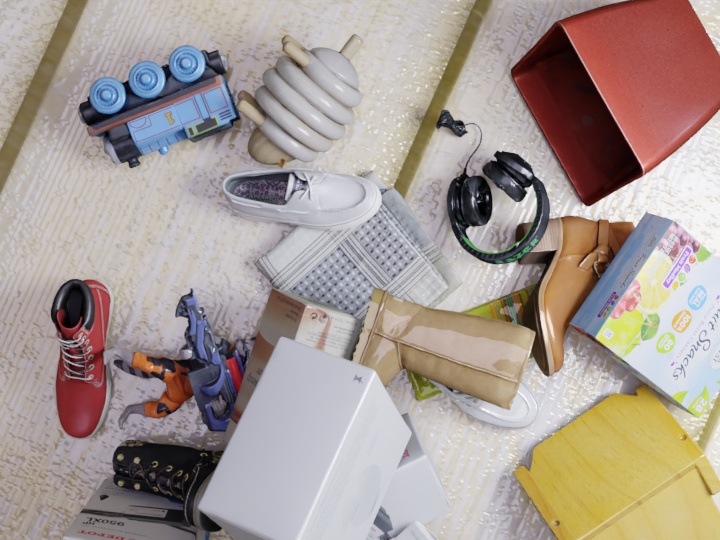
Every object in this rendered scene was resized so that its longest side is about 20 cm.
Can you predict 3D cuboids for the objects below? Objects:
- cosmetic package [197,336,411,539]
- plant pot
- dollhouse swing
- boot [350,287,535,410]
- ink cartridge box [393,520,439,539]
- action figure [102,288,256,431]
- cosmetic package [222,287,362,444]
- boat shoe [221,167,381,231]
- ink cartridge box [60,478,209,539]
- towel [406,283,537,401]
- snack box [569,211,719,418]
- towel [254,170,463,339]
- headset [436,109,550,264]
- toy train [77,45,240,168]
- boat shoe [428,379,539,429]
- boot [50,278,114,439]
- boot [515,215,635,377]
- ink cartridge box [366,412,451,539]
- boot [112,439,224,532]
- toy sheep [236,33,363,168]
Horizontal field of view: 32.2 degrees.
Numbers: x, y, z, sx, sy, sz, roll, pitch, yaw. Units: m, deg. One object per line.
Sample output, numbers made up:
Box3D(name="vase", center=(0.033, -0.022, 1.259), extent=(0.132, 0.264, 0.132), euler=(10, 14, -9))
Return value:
Box3D(name="cosmetic package", center=(-0.053, 0.210, 1.335), extent=(0.122, 0.200, 0.200), euler=(19, 70, 20))
Box3D(name="plant pot", center=(0.327, -0.220, 1.503), extent=(0.176, 0.200, 0.201), euler=(-28, 87, -13))
Box3D(name="dollhouse swing", center=(0.335, 0.291, 1.552), extent=(0.199, 0.176, 0.182), euler=(-35, 46, 0))
Box3D(name="boot", center=(0.087, 0.125, 1.473), extent=(0.199, 0.066, 0.176), euler=(18, 101, 5))
Box3D(name="ink cartridge box", center=(0.050, 0.401, 1.482), extent=(0.176, 0.200, 0.045), euler=(-41, 49, 0))
Box3D(name="action figure", center=(-0.217, 0.105, 1.540), extent=(0.192, 0.105, 0.201), euler=(-8, 112, -4))
Box3D(name="cosmetic package", center=(-0.083, 0.134, 1.501), extent=(0.087, 0.103, 0.201), euler=(16, 92, -32))
Box3D(name="boat shoe", center=(-0.076, -0.097, 1.537), extent=(0.199, 0.069, 0.072), euler=(9, 76, 18))
Box3D(name="ink cartridge box", center=(-0.264, 0.328, 1.476), extent=(0.144, 0.200, 0.085), euler=(10, 100, 1))
Box3D(name="towel", center=(0.150, 0.091, 1.572), extent=(0.199, 0.018, 0.087), euler=(-21, 87, 1))
Box3D(name="snack box", center=(0.378, 0.055, 1.505), extent=(0.200, 0.068, 0.169), euler=(35, 89, -26))
Box3D(name="towel", center=(0.000, 0.000, 1.570), extent=(0.200, 0.035, 0.193), euler=(-39, 87, -1))
Box3D(name="headset", center=(0.152, -0.106, 1.531), extent=(0.123, 0.094, 0.201), euler=(-32, 60, 20))
Box3D(name="toy train", center=(-0.250, -0.205, 1.561), extent=(0.199, 0.087, 0.115), euler=(-22, 93, 0))
Box3D(name="boat shoe", center=(0.132, 0.139, 1.534), extent=(0.199, 0.067, 0.074), euler=(28, 93, -1))
Box3D(name="boot", center=(-0.349, 0.110, 1.520), extent=(0.072, 0.144, 0.201), euler=(4, 89, 0))
Box3D(name="boot", center=(0.279, 0.028, 1.533), extent=(0.154, 0.074, 0.201), euler=(-2, 80, -10))
Box3D(name="ink cartridge box", center=(-0.005, 0.268, 1.497), extent=(0.199, 0.145, 0.084), euler=(-25, 105, 0))
Box3D(name="boot", center=(-0.227, 0.254, 1.487), extent=(0.153, 0.204, 0.074), euler=(6, 97, 5))
Box3D(name="toy sheep", center=(-0.067, -0.211, 1.533), extent=(0.138, 0.138, 0.200), euler=(42, 105, 2))
